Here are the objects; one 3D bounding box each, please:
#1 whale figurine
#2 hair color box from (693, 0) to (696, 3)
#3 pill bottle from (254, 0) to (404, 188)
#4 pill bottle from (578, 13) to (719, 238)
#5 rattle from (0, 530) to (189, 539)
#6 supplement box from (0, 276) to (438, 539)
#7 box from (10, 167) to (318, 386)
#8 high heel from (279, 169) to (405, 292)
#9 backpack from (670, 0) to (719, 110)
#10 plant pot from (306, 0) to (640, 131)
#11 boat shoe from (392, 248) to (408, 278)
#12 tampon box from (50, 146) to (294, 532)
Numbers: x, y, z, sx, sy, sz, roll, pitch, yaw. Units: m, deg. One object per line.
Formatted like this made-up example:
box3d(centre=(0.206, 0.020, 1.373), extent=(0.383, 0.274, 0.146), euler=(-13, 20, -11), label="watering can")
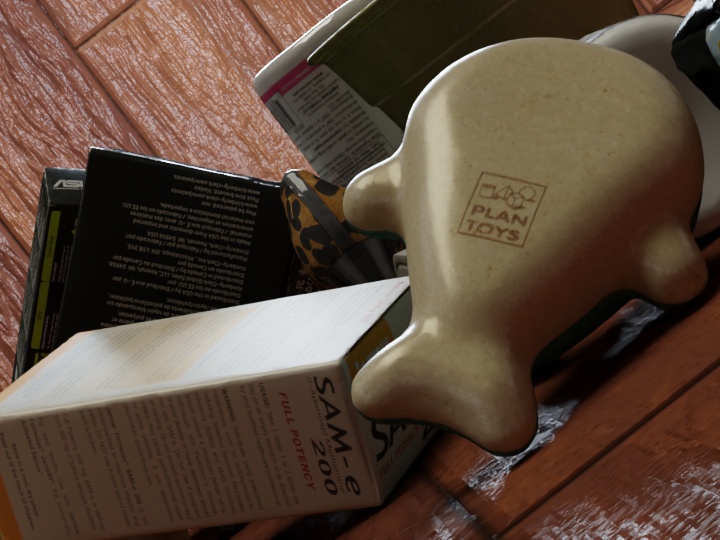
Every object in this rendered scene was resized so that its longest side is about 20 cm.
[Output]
box3d(centre=(0.068, -0.002, 0.863), extent=(0.104, 0.159, 0.200), euler=(77, -149, -53), label="whale figurine")
box3d(centre=(0.190, -0.171, 1.027), extent=(0.064, 0.200, 0.111), euler=(-36, 3, -2), label="hair color box")
box3d(centre=(0.030, -0.082, 1.402), extent=(0.113, 0.200, 0.113), euler=(-37, 3, 3), label="pill bottle")
box3d(centre=(0.140, -0.072, 1.032), extent=(0.106, 0.106, 0.200), euler=(-37, 2, 4), label="pill bottle")
box3d(centre=(-0.155, 0.199, 1.121), extent=(0.130, 0.143, 0.200), euler=(-9, -26, -19), label="rattle")
box3d(centre=(-0.069, 0.069, 0.990), extent=(0.199, 0.074, 0.126), euler=(-10, 15, 23), label="supplement box")
box3d(centre=(-0.130, 0.027, 1.388), extent=(0.048, 0.192, 0.200), euler=(-105, 23, -50), label="box")
box3d(centre=(0.000, 0.000, 1.204), extent=(0.071, 0.143, 0.200), euler=(-38, 3, -5), label="high heel")
box3d(centre=(0.229, -0.136, 0.824), extent=(0.163, 0.154, 0.200), euler=(-36, -19, -17), label="backpack")
box3d(centre=(0.104, -0.111, 1.223), extent=(0.200, 0.190, 0.200), euler=(-38, 3, 3), label="plant pot")
box3d(centre=(0.066, 0.011, 1.007), extent=(0.060, 0.074, 0.200), euler=(-24, 4, -8), label="boat shoe")
box3d(centre=(-0.113, 0.036, 1.232), extent=(0.150, 0.126, 0.201), euler=(-114, 36, -88), label="tampon box")
